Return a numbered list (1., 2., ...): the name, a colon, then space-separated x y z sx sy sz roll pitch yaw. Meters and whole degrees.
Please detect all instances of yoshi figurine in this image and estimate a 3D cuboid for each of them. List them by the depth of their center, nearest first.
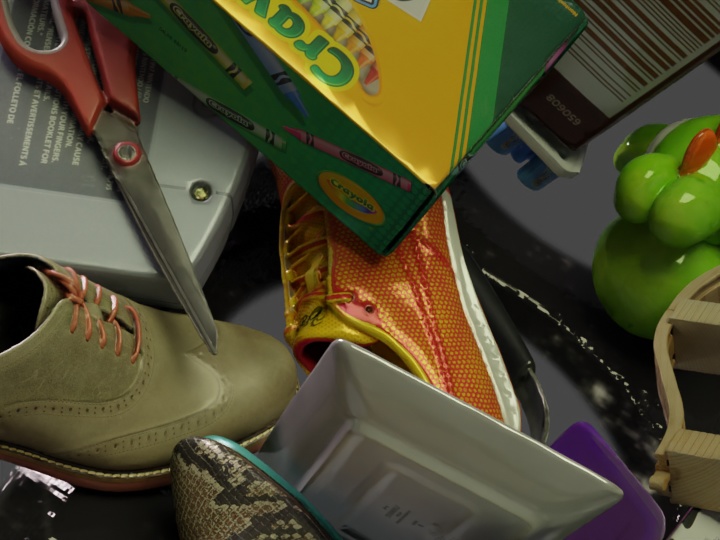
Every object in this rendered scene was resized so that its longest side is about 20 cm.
1. yoshi figurine: 0.164 -0.023 1.185 0.200 0.112 0.113 -13 96 -53

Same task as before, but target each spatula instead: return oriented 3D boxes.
1. spatula: 0.067 0.053 1.068 0.020 0.057 0.200 20 28 -33

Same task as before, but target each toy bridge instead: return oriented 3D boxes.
1. toy bridge: 0.155 0.030 1.068 0.067 0.027 0.200 8 35 26

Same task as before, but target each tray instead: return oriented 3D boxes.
1. tray: 0.018 0.080 0.931 0.107 0.200 0.022 27 72 -2

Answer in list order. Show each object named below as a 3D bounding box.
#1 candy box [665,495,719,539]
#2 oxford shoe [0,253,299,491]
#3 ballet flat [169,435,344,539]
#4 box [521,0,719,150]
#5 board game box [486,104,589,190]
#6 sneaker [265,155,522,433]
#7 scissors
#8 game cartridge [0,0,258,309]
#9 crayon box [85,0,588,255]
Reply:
1. candy box: 0.180 0.161 1.013 0.168 0.072 0.200 38 43 10
2. oxford shoe: -0.105 0.034 0.977 0.199 0.075 0.071 0 49 -29
3. ballet flat: -0.007 0.142 0.940 0.200 0.068 0.075 40 55 7
4. box: 0.107 -0.198 1.160 0.164 0.166 0.200 40 34 -21
5. board game box: 0.040 -0.156 1.214 0.200 0.026 0.200 43 35 -15
6. sneaker: 0.000 0.000 1.051 0.077 0.073 0.201 -2 57 -41
7. scissors: -0.101 -0.052 1.021 0.073 0.014 0.201 -5 63 -10
8. game cartridge: -0.102 -0.079 1.061 0.132 0.042 0.201 10 61 -3
9. crayon box: -0.024 -0.117 1.037 0.200 0.058 0.119 41 56 1
